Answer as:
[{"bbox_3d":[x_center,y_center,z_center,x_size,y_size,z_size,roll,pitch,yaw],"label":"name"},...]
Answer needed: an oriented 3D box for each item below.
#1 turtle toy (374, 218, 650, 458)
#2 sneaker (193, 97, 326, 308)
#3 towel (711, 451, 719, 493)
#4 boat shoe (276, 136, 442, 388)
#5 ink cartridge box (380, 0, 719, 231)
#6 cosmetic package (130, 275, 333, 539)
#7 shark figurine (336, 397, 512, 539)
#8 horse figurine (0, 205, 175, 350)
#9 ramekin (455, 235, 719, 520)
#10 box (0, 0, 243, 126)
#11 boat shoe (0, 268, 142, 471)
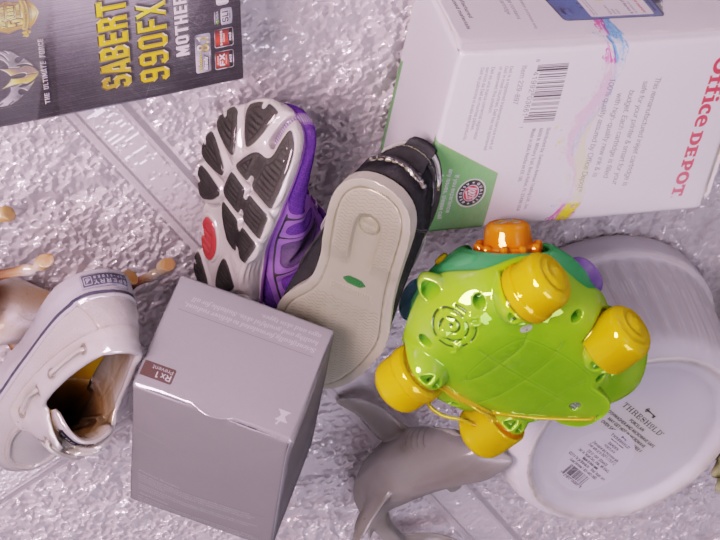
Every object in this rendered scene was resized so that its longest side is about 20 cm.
[{"bbox_3d":[0.106,0.040,1.478,0.146,0.101,0.200,-36,131,29],"label":"turtle toy"},{"bbox_3d":[-0.053,-0.036,1.472,0.083,0.081,0.200,-20,148,-26],"label":"sneaker"},{"bbox_3d":[0.318,0.065,1.680,0.036,0.148,0.200,34,113,-1],"label":"towel"},{"bbox_3d":[0.000,0.000,1.447,0.072,0.068,0.200,29,135,3],"label":"boat shoe"},{"bbox_3d":[0.127,-0.109,1.459,0.200,0.088,0.145,-4,134,-18],"label":"ink cartridge box"},{"bbox_3d":[-0.084,0.093,1.487,0.107,0.090,0.200,21,152,2],"label":"cosmetic package"},{"bbox_3d":[0.019,0.172,1.668,0.128,0.090,0.215,24,147,3],"label":"shark figurine"},{"bbox_3d":[-0.210,0.019,1.447,0.132,0.050,0.200,-33,147,34],"label":"horse figurine"},{"bbox_3d":[0.171,0.083,1.648,0.200,0.105,0.200,-13,136,-13],"label":"ramekin"},{"bbox_3d":[-0.148,-0.180,1.296,0.158,0.048,0.200,-12,135,-14],"label":"box"},{"bbox_3d":[-0.181,0.081,1.450,0.071,0.070,0.200,0,146,-32],"label":"boat shoe"}]
